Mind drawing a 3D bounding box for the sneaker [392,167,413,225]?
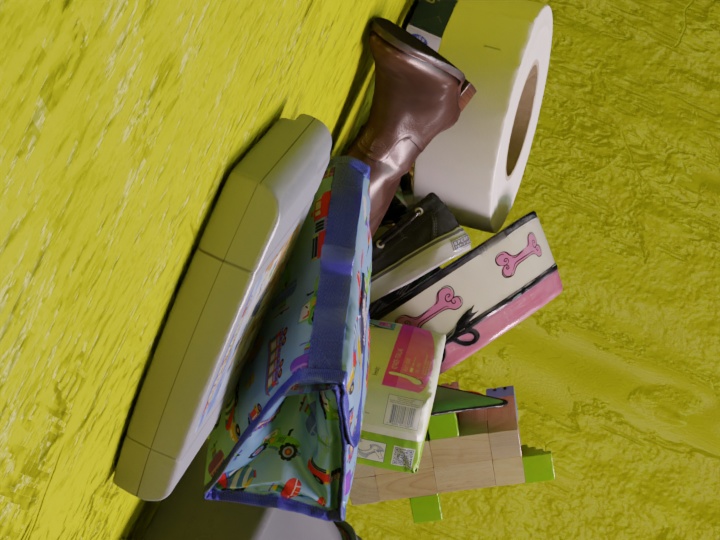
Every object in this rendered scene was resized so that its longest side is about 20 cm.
[{"bbox_3d":[0.031,-0.075,1.644,0.200,0.075,0.090,-65,172,26],"label":"sneaker"}]

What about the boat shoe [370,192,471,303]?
[{"bbox_3d":[0.000,0.000,1.292,0.200,0.057,0.069,-28,179,26],"label":"boat shoe"}]

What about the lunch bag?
[{"bbox_3d":[-0.031,0.037,0.933,0.200,0.094,0.151,107,-7,-57],"label":"lunch bag"}]

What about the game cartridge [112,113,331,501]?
[{"bbox_3d":[-0.074,0.023,0.837,0.133,0.042,0.200,-70,-177,-64],"label":"game cartridge"}]

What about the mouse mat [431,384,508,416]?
[{"bbox_3d":[0.003,0.116,1.303,0.161,0.200,0.008,-176,-100,-67],"label":"mouse mat"}]

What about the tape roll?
[{"bbox_3d":[0.106,-0.136,1.331,0.202,0.071,0.203,15,90,-77],"label":"tape roll"}]

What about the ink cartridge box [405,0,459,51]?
[{"bbox_3d":[0.056,-0.187,1.421,0.200,0.044,0.094,110,4,-58],"label":"ink cartridge box"}]

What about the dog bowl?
[{"bbox_3d":[0.087,0.032,1.352,0.200,0.074,0.200,-34,177,-2],"label":"dog bowl"}]

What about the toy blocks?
[{"bbox_3d":[0.066,0.146,1.381,0.137,0.200,0.100,-78,159,-72],"label":"toy blocks"}]

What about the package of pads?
[{"bbox_3d":[-0.020,0.081,1.180,0.200,0.154,0.068,-63,163,-78],"label":"package of pads"}]

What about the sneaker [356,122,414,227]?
[{"bbox_3d":[0.003,-0.084,1.331,0.200,0.077,0.089,12,68,-81],"label":"sneaker"}]

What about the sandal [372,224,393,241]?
[{"bbox_3d":[-0.026,0.040,1.436,0.200,0.080,0.054,-58,157,-17],"label":"sandal"}]

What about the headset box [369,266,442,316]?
[{"bbox_3d":[-0.011,0.082,1.563,0.174,0.093,0.200,-51,167,-26],"label":"headset box"}]

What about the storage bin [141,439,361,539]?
[{"bbox_3d":[-0.100,0.217,1.073,0.200,0.145,0.134,-63,149,-35],"label":"storage bin"}]

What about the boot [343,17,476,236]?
[{"bbox_3d":[-0.002,-0.077,1.147,0.200,0.064,0.186,-52,158,6],"label":"boot"}]
